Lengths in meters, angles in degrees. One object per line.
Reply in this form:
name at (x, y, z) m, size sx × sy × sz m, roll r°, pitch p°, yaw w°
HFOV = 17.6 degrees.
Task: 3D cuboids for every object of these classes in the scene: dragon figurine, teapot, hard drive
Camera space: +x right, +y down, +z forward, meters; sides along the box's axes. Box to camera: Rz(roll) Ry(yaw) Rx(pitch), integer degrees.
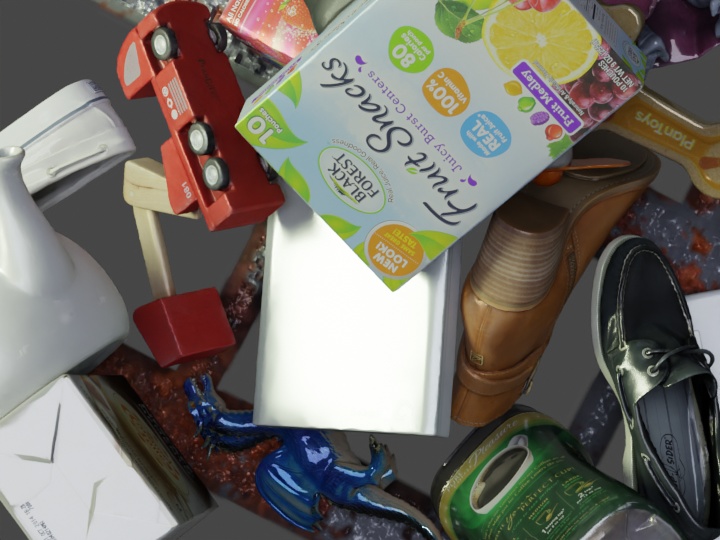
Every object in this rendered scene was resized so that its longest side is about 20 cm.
dragon figurine at (-0.031, 0.134, 1.502) m, size 0.099 × 0.059 × 0.200 m, roll -39°, pitch 81°, yaw 2°
teapot at (-0.253, 0.033, 1.441) m, size 0.200 × 0.197 × 0.146 m, roll -38°, pitch 88°, yaw -5°
hard drive at (0.000, 0.000, 1.449) m, size 0.131 × 0.026 × 0.202 m, roll 1°, pitch 83°, yaw 28°

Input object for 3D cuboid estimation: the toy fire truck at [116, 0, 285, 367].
toy fire truck at (-0.114, -0.055, 1.484) m, size 0.049 × 0.141 × 0.201 m, roll -12°, pitch 74°, yaw -41°

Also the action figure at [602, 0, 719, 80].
action figure at (0.171, -0.224, 1.469) m, size 0.133 × 0.149 × 0.201 m, roll -8°, pitch 62°, yaw -4°

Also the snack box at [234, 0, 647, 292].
snack box at (0.047, -0.103, 1.349) m, size 0.200 × 0.053 × 0.142 m, roll -39°, pitch 102°, yaw 21°

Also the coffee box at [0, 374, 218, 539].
coffee box at (-0.162, 0.130, 1.437) m, size 0.080 × 0.200 × 0.115 m, roll -37°, pitch 87°, yaw 1°

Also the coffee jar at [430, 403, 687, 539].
coffee jar at (0.118, 0.157, 1.430) m, size 0.104 × 0.200 × 0.085 m, roll -47°, pitch 115°, yaw 0°

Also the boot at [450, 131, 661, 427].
boot at (0.121, 0.003, 1.486) m, size 0.076 × 0.200 × 0.156 m, roll 23°, pitch 124°, yaw 14°

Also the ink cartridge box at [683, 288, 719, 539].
ink cartridge box at (0.267, 0.107, 1.501) m, size 0.172 × 0.044 × 0.202 m, roll -11°, pitch 86°, yaw 3°

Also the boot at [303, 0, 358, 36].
boot at (0.004, -0.245, 1.416) m, size 0.164 × 0.066 × 0.201 m, roll -34°, pitch 62°, yaw 10°

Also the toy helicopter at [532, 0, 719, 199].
toy helicopter at (0.147, -0.094, 1.393) m, size 0.199 × 0.079 × 0.133 m, roll 29°, pitch 108°, yaw 10°

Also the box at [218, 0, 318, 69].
box at (0.009, -0.212, 1.490) m, size 0.099 × 0.095 × 0.201 m, roll 28°, pitch 88°, yaw 27°

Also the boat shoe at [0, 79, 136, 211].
boat shoe at (-0.237, -0.042, 1.515) m, size 0.200 × 0.074 × 0.065 m, roll -38°, pitch 82°, yaw 1°

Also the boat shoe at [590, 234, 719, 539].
boat shoe at (0.193, 0.076, 1.440) m, size 0.074 × 0.066 × 0.201 m, roll -2°, pitch 87°, yaw -28°
